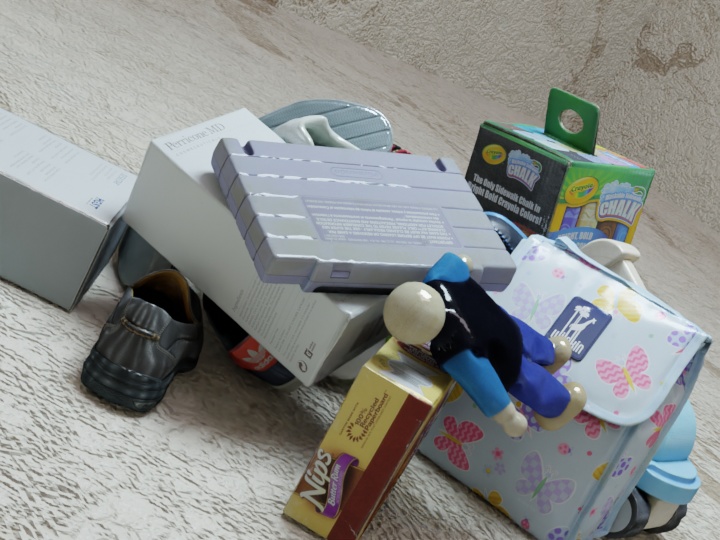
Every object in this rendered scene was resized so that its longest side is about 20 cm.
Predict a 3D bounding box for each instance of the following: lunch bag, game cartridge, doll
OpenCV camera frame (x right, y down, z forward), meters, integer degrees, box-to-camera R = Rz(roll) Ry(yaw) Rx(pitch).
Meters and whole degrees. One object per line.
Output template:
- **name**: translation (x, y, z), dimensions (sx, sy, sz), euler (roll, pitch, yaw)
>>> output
- **lunch bag**: translation (0.154, 0.091, 1.087), dimensions (0.170, 0.200, 0.127), euler (35, 16, 23)
- **game cartridge**: translation (0.003, -0.036, 0.991), dimensions (0.200, 0.038, 0.130), euler (3, 47, -31)
- **doll**: translation (0.085, 0.053, 0.934), dimensions (0.200, 0.048, 0.137), euler (30, 38, -48)

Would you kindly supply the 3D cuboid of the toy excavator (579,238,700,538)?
- **toy excavator**: translation (0.227, 0.099, 1.185), dimensions (0.194, 0.200, 0.100), euler (40, 18, 34)

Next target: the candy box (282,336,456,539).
- **candy box**: translation (0.020, 0.103, 0.966), dimensions (0.056, 0.117, 0.200), euler (30, 15, 5)

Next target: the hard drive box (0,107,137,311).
- **hard drive box**: translation (-0.280, -0.066, 1.070), dimensions (0.200, 0.077, 0.156), euler (26, 15, -5)

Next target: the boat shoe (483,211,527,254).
- **boat shoe**: translation (0.136, 0.046, 1.200), dimensions (0.200, 0.084, 0.069), euler (63, 34, -17)

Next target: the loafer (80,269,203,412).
- **loafer**: translation (-0.140, 0.034, 0.994), dimensions (0.073, 0.072, 0.200), euler (25, 14, -7)

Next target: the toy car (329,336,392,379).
- **toy car**: translation (0.000, 0.000, 1.210), dimensions (0.200, 0.150, 0.175), euler (37, 16, 30)

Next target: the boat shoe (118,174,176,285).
- **boat shoe**: translation (-0.165, -0.031, 1.174), dimensions (0.064, 0.071, 0.200), euler (22, 14, -20)

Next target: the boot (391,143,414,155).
- **boot**: translation (0.018, -0.056, 1.423), dimensions (0.073, 0.154, 0.204), euler (26, 15, -10)

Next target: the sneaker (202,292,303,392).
- **sneaker**: translation (-0.095, 0.003, 1.102), dimensions (0.084, 0.075, 0.200), euler (30, 22, -44)

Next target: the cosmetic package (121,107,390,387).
- **cosmetic package**: translation (-0.063, -0.022, 1.024), dimensions (0.200, 0.081, 0.113), euler (41, 38, 15)

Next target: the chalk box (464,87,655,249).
- **chalk box**: translation (0.177, -0.065, 1.295), dimensions (0.124, 0.200, 0.125), euler (3, 21, -41)

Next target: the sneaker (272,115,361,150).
- **sneaker**: translation (0.002, -0.041, 1.093), dimensions (0.200, 0.070, 0.080), euler (41, -33, -12)

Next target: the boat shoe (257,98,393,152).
- **boat shoe**: translation (-0.072, -0.102, 1.208), dimensions (0.200, 0.074, 0.067), euler (-7, -11, -3)
